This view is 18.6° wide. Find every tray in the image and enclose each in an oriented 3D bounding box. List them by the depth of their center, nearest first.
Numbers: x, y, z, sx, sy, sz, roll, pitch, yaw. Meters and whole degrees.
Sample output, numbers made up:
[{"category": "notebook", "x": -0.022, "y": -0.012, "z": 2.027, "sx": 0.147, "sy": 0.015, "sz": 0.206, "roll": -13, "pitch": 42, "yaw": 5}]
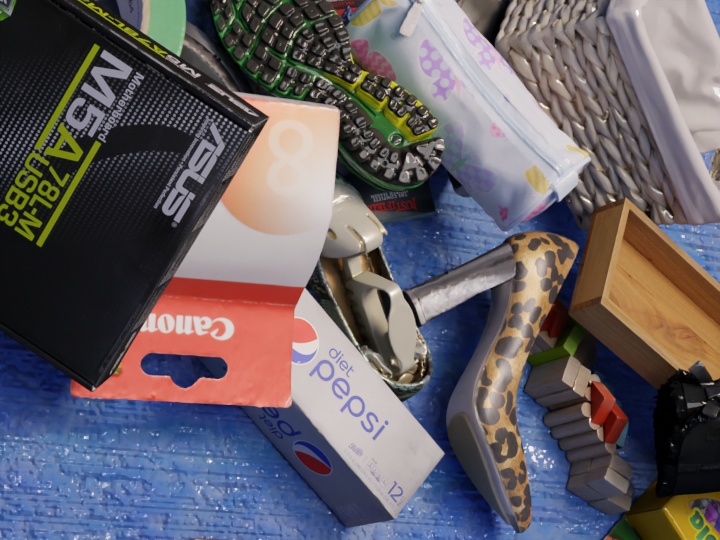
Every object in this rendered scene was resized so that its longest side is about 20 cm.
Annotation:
[{"category": "tray", "x": 0.240, "y": 0.044, "z": 1.656, "sx": 0.200, "sy": 0.037, "sz": 0.099, "roll": 40, "pitch": 50, "yaw": -29}]

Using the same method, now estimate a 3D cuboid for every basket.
[{"category": "basket", "x": 0.198, "y": -0.139, "z": 1.648, "sx": 0.200, "sy": 0.123, "sz": 0.136, "roll": 61, "pitch": 34, "yaw": -30}]

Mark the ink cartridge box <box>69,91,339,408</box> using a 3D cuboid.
[{"category": "ink cartridge box", "x": -0.099, "y": -0.015, "z": 1.398, "sx": 0.162, "sy": 0.050, "sz": 0.200, "roll": 5, "pitch": 86, "yaw": -28}]

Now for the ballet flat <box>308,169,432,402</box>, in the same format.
[{"category": "ballet flat", "x": 0.000, "y": 0.000, "z": 1.528, "sx": 0.074, "sy": 0.074, "sz": 0.200, "roll": -34, "pitch": 106, "yaw": -37}]

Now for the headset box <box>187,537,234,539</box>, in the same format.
[{"category": "headset box", "x": -0.058, "y": 0.254, "z": 1.427, "sx": 0.200, "sy": 0.075, "sz": 0.149, "roll": 7, "pitch": 73, "yaw": -34}]

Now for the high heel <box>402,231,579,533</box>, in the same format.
[{"category": "high heel", "x": 0.126, "y": 0.077, "z": 1.586, "sx": 0.142, "sy": 0.071, "sz": 0.200, "roll": -24, "pitch": 97, "yaw": -20}]

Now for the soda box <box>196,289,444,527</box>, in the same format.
[{"category": "soda box", "x": -0.036, "y": 0.080, "z": 1.499, "sx": 0.200, "sy": 0.063, "sz": 0.068, "roll": 49, "pitch": 57, "yaw": -14}]

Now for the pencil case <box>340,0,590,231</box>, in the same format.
[{"category": "pencil case", "x": 0.075, "y": -0.124, "z": 1.552, "sx": 0.083, "sy": 0.091, "sz": 0.200, "roll": -38, "pitch": 88, "yaw": -34}]

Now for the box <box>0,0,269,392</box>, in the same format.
[{"category": "box", "x": -0.186, "y": -0.061, "z": 1.325, "sx": 0.193, "sy": 0.200, "sz": 0.048, "roll": 35, "pitch": 16, "yaw": 5}]

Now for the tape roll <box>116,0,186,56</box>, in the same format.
[{"category": "tape roll", "x": -0.214, "y": -0.170, "z": 1.418, "sx": 0.200, "sy": 0.048, "sz": 0.201, "roll": 7, "pitch": 72, "yaw": -22}]

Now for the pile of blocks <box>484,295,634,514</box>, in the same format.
[{"category": "pile of blocks", "x": 0.172, "y": 0.085, "z": 1.648, "sx": 0.082, "sy": 0.062, "sz": 0.200, "roll": -29, "pitch": 95, "yaw": -37}]

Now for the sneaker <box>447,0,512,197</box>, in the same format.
[{"category": "sneaker", "x": 0.061, "y": -0.154, "z": 1.635, "sx": 0.099, "sy": 0.071, "sz": 0.200, "roll": 20, "pitch": 63, "yaw": -26}]

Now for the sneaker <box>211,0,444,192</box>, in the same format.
[{"category": "sneaker", "x": -0.032, "y": -0.126, "z": 1.533, "sx": 0.078, "sy": 0.085, "sz": 0.200, "roll": -42, "pitch": 88, "yaw": -18}]

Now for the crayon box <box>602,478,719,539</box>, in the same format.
[{"category": "crayon box", "x": 0.288, "y": 0.199, "z": 1.707, "sx": 0.200, "sy": 0.051, "sz": 0.127, "roll": -41, "pitch": 102, "yaw": -36}]

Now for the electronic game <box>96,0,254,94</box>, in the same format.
[{"category": "electronic game", "x": -0.153, "y": -0.088, "z": 1.475, "sx": 0.200, "sy": 0.042, "sz": 0.200, "roll": 9, "pitch": 69, "yaw": -26}]

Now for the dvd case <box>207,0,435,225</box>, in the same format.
[{"category": "dvd case", "x": -0.029, "y": -0.126, "z": 1.589, "sx": 0.146, "sy": 0.022, "sz": 0.200, "roll": -12, "pitch": 83, "yaw": -37}]

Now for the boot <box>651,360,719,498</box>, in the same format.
[{"category": "boot", "x": 0.299, "y": 0.148, "z": 1.630, "sx": 0.162, "sy": 0.199, "sz": 0.073, "roll": -4, "pitch": 40, "yaw": -4}]
